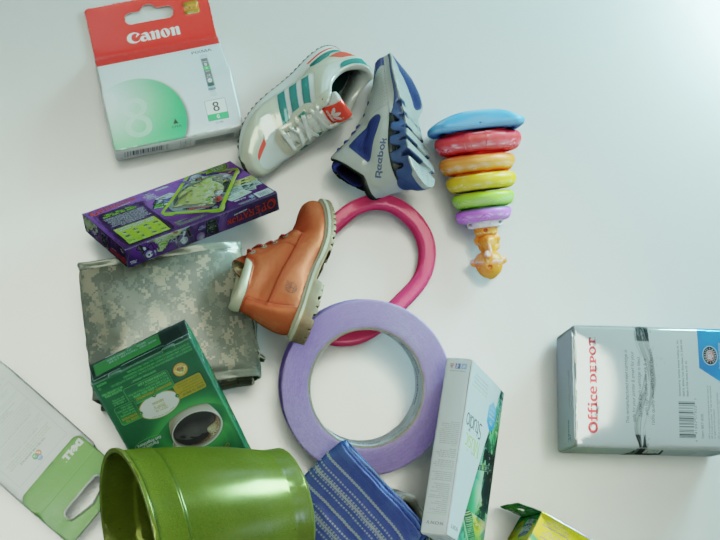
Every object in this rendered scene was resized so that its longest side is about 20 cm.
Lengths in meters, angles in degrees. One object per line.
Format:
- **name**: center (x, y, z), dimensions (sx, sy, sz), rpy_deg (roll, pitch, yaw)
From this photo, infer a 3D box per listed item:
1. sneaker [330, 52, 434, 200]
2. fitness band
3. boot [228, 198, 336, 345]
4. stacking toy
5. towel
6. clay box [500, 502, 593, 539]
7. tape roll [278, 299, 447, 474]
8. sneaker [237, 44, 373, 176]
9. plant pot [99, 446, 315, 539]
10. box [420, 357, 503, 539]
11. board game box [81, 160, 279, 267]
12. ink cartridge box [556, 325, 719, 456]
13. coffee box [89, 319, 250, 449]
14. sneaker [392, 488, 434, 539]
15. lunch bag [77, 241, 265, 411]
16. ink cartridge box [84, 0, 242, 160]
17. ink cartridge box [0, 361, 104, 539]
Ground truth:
- **sneaker**: center (0.016, -0.163, 1.792), dimensions (0.114, 0.081, 0.201), rpy_deg (-22, 51, 20)
- **fitness band**: center (0.000, 0.000, 1.793), dimensions (0.200, 0.037, 0.144), rpy_deg (-44, 89, -13)
- **boot**: center (-0.089, -0.016, 1.695), dimensions (0.106, 0.075, 0.201), rpy_deg (18, 47, -5)
- **stacking toy**: center (0.149, -0.090, 1.805), dimensions (0.115, 0.110, 0.202), rpy_deg (-7, 90, -2)
- **towel**: center (-0.035, 0.304, 1.676), dimensions (0.145, 0.024, 0.200), rpy_deg (46, 108, 5)
- **clay box**: center (0.249, 0.333, 1.708), dimensions (0.199, 0.115, 0.048), rpy_deg (28, 76, 0)
- **tape roll**: center (0.004, 0.134, 1.727), dimensions (0.198, 0.066, 0.202), rpy_deg (0, 89, -5)
- **sneaker**: center (-0.063, -0.189, 1.786), dimensions (0.200, 0.093, 0.071), rpy_deg (-48, 129, -16)
- **plant pot**: center (-0.157, 0.272, 1.586), dimensions (0.191, 0.200, 0.202), rpy_deg (-8, 78, -26)
- **box**: center (0.119, 0.216, 1.699), dimensions (0.036, 0.144, 0.202), rpy_deg (4, 72, 23)
- **board game box**: center (-0.208, -0.068, 1.721), dimensions (0.199, 0.033, 0.120), rpy_deg (-22, 37, -25)
- **ink cartridge box**: center (0.339, 0.145, 1.776), dimensions (0.198, 0.084, 0.146), rpy_deg (3, 77, -8)
- **coffee box**: center (-0.205, 0.164, 1.638), dimensions (0.122, 0.044, 0.201), rpy_deg (-26, 121, -2)
- **sneaker**: center (0.068, 0.344, 1.697), dimensions (0.074, 0.087, 0.201), rpy_deg (-25, 83, -18)
- **lunch bag**: center (-0.215, 0.062, 1.709), dimensions (0.198, 0.118, 0.166), rpy_deg (-9, 78, -4)
- **ink cartridge box**: center (-0.241, -0.247, 1.809), dimensions (0.159, 0.050, 0.202), rpy_deg (-12, 82, -10)
- **ink cartridge box**: center (-0.368, 0.209, 1.686), dimensions (0.200, 0.059, 0.104), rpy_deg (40, 76, 2)
